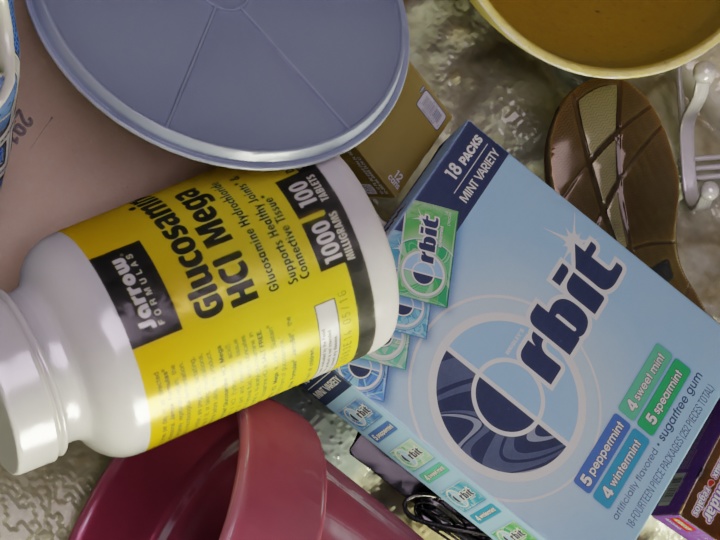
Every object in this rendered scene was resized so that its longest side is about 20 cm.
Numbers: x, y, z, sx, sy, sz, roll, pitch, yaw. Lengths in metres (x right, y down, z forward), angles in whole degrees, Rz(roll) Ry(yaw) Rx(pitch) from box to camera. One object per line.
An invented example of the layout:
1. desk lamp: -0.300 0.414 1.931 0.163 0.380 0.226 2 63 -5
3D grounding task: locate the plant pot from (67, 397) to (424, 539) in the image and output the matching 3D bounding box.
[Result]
1. plant pot: -0.043 0.179 1.277 0.178 0.200 0.201 28 75 -24

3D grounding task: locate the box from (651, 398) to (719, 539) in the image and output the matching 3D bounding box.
1. box: 0.272 0.091 1.432 0.136 0.039 0.201 33 75 -13

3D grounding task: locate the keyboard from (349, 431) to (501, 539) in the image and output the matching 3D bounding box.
1. keyboard: 0.084 0.136 1.350 0.200 0.104 0.040 37 107 -7

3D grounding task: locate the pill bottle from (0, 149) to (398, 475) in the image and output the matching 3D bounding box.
1. pill bottle: -0.091 0.020 1.187 0.199 0.112 0.113 -23 87 -21

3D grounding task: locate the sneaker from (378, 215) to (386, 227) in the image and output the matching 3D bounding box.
1. sneaker: 0.000 0.000 1.366 0.199 0.076 0.081 12 77 -14

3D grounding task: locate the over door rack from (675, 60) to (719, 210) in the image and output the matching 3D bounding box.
1. over door rack: 0.249 -0.142 1.456 0.147 0.067 0.202 -5 82 -16

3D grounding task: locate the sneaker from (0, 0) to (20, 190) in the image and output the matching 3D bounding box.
1. sneaker: -0.199 -0.067 1.155 0.075 0.077 0.202 0 103 -18

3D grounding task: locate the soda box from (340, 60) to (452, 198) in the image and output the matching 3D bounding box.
1. soda box: -0.040 -0.129 1.335 0.200 0.068 0.064 51 62 -29

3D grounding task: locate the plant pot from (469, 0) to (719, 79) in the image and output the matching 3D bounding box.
1. plant pot: 0.119 -0.210 1.384 0.199 0.142 0.202 -2 97 -17

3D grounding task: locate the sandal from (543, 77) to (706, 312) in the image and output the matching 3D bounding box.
1. sandal: 0.148 -0.010 1.420 0.080 0.054 0.201 -23 102 -20

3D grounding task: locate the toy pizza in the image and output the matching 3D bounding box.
1. toy pizza: -0.071 -0.128 1.208 0.199 0.032 0.201 12 54 -18

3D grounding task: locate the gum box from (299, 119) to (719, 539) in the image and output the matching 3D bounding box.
1. gum box: 0.085 0.047 1.318 0.200 0.045 0.170 39 62 -5

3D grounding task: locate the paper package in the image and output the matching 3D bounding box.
1. paper package: -0.176 -0.060 1.259 0.190 0.103 0.201 33 89 -20
